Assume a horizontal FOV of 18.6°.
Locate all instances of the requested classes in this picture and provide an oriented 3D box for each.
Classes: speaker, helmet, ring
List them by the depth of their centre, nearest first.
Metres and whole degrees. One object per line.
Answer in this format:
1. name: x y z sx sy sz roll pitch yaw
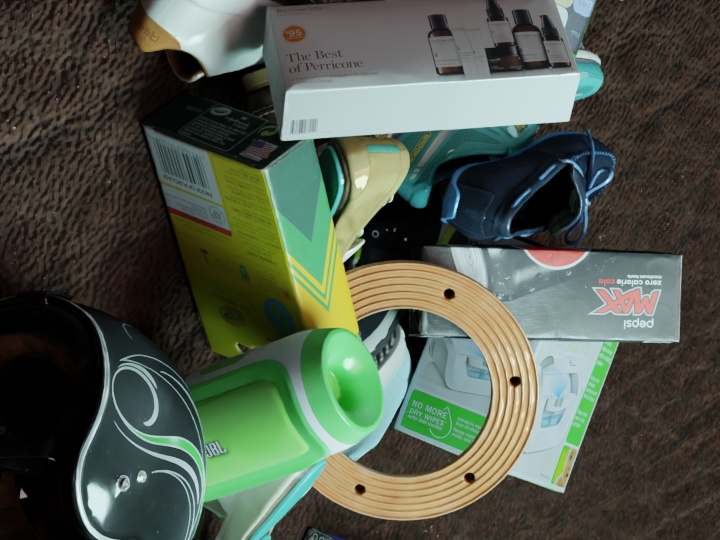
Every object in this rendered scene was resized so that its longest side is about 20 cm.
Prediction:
1. helmet: -0.190 0.128 1.412 0.201 0.199 0.191 -54 146 -17
2. speaker: -0.085 0.104 1.506 0.088 0.199 0.089 37 42 -44
3. ring: 0.031 0.087 1.607 0.019 0.199 0.202 -89 -177 -71

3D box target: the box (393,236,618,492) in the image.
1. box: 0.127 0.074 1.786 0.178 0.096 0.200 -68 156 -3

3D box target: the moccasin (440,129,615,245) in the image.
1. moccasin: 0.138 -0.050 1.645 0.199 0.068 0.081 -24 131 -47

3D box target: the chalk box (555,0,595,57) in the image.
1. chalk box: 0.101 -0.234 1.575 0.124 0.199 0.125 16 94 -50

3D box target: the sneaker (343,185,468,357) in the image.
1. sneaker: 0.000 0.000 1.681 0.200 0.071 0.083 -49 117 -27

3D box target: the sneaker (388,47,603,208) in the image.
1. sneaker: 0.103 -0.108 1.688 0.199 0.080 0.078 -26 161 -15

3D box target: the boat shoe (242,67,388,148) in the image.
1. boat shoe: -0.011 -0.118 1.576 0.199 0.070 0.071 -18 87 -51

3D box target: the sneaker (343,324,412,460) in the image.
1. sneaker: -0.022 0.131 1.693 0.200 0.074 0.082 -46 135 -22

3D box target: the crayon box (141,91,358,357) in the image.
1. crayon box: -0.072 -0.016 1.531 0.051 0.126 0.201 -38 132 -32

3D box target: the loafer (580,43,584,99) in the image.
1. loafer: 0.135 -0.169 1.748 0.199 0.063 0.072 21 91 -50

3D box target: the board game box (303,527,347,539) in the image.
1. board game box: -0.001 0.332 1.782 0.159 0.096 0.201 26 86 -50

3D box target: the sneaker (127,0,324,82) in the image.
1. sneaker: -0.088 -0.169 1.510 0.085 0.073 0.199 -48 151 21

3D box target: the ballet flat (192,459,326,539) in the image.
1. ballet flat: -0.088 0.178 1.591 0.069 0.070 0.201 -23 153 -41

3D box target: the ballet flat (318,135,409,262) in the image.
1. ballet flat: -0.016 -0.035 1.554 0.063 0.200 0.069 -11 72 -24

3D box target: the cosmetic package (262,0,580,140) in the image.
1. cosmetic package: 0.039 -0.139 1.464 0.198 0.083 0.051 -5 139 -11

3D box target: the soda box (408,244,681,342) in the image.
1. soda box: 0.137 0.017 1.646 0.198 0.063 0.071 1 90 -8
